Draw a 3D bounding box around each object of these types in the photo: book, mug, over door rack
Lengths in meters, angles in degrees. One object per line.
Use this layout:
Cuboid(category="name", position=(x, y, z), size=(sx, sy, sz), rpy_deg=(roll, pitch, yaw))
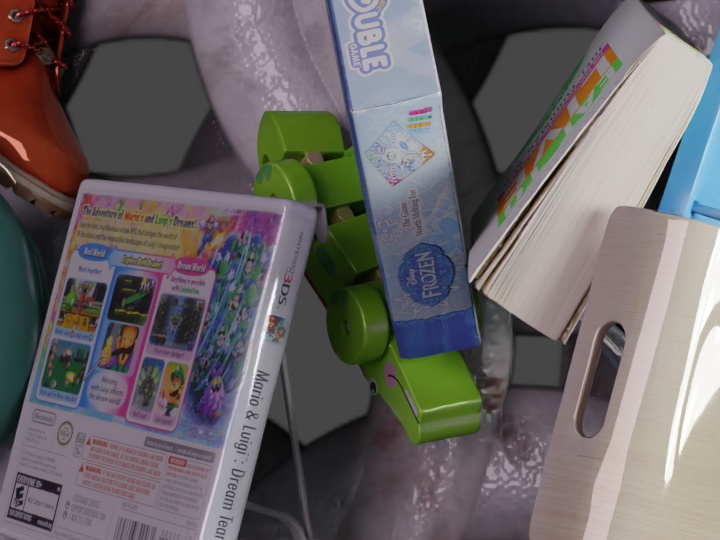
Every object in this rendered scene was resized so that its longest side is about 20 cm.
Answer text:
Cuboid(category="book", position=(0.102, -0.052, 1.282), size=(0.048, 0.200, 0.134), rpy_deg=(33, 98, -4))
Cuboid(category="mug", position=(-0.220, 0.014, 1.466), size=(0.185, 0.114, 0.152), rpy_deg=(116, 144, -48))
Cuboid(category="over door rack", position=(-0.081, 0.068, 1.397), size=(0.148, 0.066, 0.201), rpy_deg=(2, 91, 55))

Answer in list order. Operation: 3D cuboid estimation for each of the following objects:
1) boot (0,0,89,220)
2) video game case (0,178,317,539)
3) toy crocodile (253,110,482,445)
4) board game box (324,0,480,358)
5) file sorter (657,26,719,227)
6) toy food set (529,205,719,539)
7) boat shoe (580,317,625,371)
Cuboid(category="boot", position=(-0.184, -0.121, 1.533), size=(0.107, 0.075, 0.200), rpy_deg=(-40, 63, 14))
Cuboid(category="video game case", position=(-0.100, 0.051, 1.364), size=(0.200, 0.024, 0.183), rpy_deg=(8, 82, 57))
Cuboid(category="toy crocodile", position=(0.000, 0.000, 1.403), size=(0.200, 0.067, 0.062), rpy_deg=(60, 145, 24))
Cuboid(category="board game box", position=(0.011, -0.096, 1.311), size=(0.043, 0.199, 0.200), rpy_deg=(-11, 56, 0))
Cuboid(category="file sorter", position=(0.234, -0.091, 1.235), size=(0.122, 0.139, 0.201), rpy_deg=(20, 92, 29))
Cuboid(category="toy food set", position=(0.172, 0.069, 1.214), size=(0.060, 0.200, 0.144), rpy_deg=(7, 81, 60))
Cuboid(category="boat shoe", position=(0.158, 0.058, 1.298), size=(0.073, 0.062, 0.200), rpy_deg=(-43, 64, 14))
